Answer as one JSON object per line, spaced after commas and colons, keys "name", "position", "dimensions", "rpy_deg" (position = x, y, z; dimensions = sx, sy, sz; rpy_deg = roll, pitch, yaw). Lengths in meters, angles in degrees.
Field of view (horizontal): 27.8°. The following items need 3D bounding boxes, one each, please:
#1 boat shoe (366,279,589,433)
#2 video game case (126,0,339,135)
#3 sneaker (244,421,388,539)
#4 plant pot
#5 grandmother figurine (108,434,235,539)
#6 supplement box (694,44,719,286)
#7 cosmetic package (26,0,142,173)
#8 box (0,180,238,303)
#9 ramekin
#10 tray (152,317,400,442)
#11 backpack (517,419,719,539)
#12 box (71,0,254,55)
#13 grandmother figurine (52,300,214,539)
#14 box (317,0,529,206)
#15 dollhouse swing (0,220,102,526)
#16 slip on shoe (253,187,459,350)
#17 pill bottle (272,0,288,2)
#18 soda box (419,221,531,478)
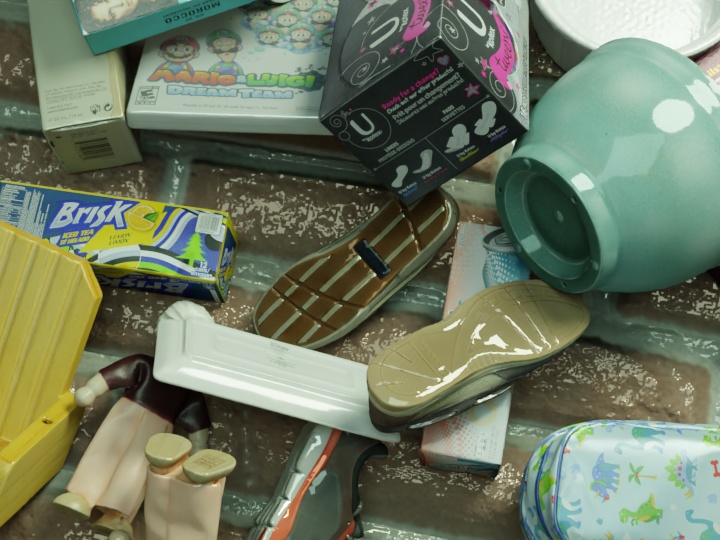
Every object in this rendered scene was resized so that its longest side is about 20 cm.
{"name": "boat shoe", "position": [0.088, 0.068, 1.132], "dimensions": [0.200, 0.065, 0.072], "rpy_deg": [-25, 63, -26]}
{"name": "video game case", "position": [-0.090, -0.184, 1.265], "dimensions": [0.199, 0.024, 0.182], "rpy_deg": [2, 45, 3]}
{"name": "sneaker", "position": [-0.039, 0.209, 1.154], "dimensions": [0.082, 0.077, 0.200], "rpy_deg": [28, 85, -9]}
{"name": "plant pot", "position": [0.191, -0.063, 1.138], "dimensions": [0.134, 0.200, 0.200], "rpy_deg": [-30, 73, -25]}
{"name": "grandmother figurine", "position": [-0.136, 0.232, 1.107], "dimensions": [0.121, 0.061, 0.201], "rpy_deg": [21, 111, 32]}
{"name": "supplement box", "position": [0.323, -0.076, 1.214], "dimensions": [0.131, 0.103, 0.200], "rpy_deg": [-34, 75, -8]}
{"name": "cosmetic package", "position": [-0.245, -0.198, 1.275], "dimensions": [0.073, 0.104, 0.201], "rpy_deg": [-9, 73, -2]}
{"name": "box", "position": [-0.209, -0.024, 1.235], "dimensions": [0.199, 0.070, 0.064], "rpy_deg": [9, 74, 5]}
{"name": "ramekin", "position": [0.240, -0.253, 1.277], "dimensions": [0.200, 0.098, 0.201], "rpy_deg": [-1, 72, 2]}
{"name": "tray", "position": [-0.064, 0.080, 1.155], "dimensions": [0.199, 0.107, 0.022], "rpy_deg": [16, 109, -12]}
{"name": "backpack", "position": [0.221, 0.184, 1.127], "dimensions": [0.199, 0.154, 0.164], "rpy_deg": [8, 79, 18]}
{"name": "box", "position": [-0.143, -0.253, 1.204], "dimensions": [0.199, 0.049, 0.083], "rpy_deg": [-20, 80, -3]}
{"name": "grandmother figurine", "position": [-0.171, 0.117, 1.186], "dimensions": [0.121, 0.060, 0.200], "rpy_deg": [36, 65, -30]}
{"name": "box", "position": [0.056, -0.178, 1.183], "dimensions": [0.132, 0.115, 0.200], "rpy_deg": [-32, 33, 30]}
{"name": "dollhouse swing", "position": [-0.329, 0.071, 1.147], "dimensions": [0.200, 0.182, 0.176], "rpy_deg": [25, 118, 10]}
{"name": "slip on shoe", "position": [0.000, 0.000, 1.227], "dimensions": [0.200, 0.061, 0.076], "rpy_deg": [-41, 75, 9]}
{"name": "pill bottle", "position": [-0.118, -0.337, 1.305], "dimensions": [0.110, 0.110, 0.200], "rpy_deg": [-43, 72, -11]}
{"name": "soda box", "position": [0.097, 0.065, 1.199], "dimensions": [0.068, 0.064, 0.201], "rpy_deg": [9, 73, 5]}
